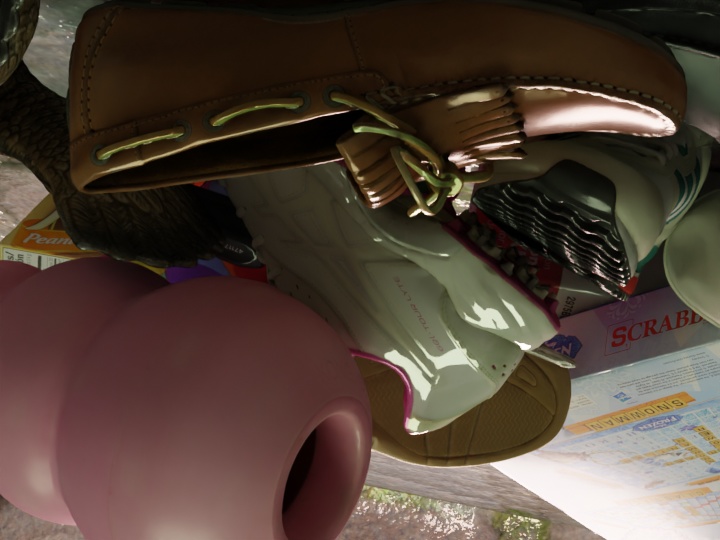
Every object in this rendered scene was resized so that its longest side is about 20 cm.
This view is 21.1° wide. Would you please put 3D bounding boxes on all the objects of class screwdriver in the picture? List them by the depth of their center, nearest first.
[{"bbox_3d":[0.000,0.000,0.827,0.200,0.029,0.028,17,-172,5],"label":"screwdriver"}]

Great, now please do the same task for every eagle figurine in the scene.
[{"bbox_3d":[-0.148,-0.069,0.782,0.200,0.151,0.152,-6,170,38],"label":"eagle figurine"}]

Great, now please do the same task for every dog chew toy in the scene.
[{"bbox_3d":[-0.097,0.051,0.757,0.200,0.125,0.125,17,172,28],"label":"dog chew toy"}]

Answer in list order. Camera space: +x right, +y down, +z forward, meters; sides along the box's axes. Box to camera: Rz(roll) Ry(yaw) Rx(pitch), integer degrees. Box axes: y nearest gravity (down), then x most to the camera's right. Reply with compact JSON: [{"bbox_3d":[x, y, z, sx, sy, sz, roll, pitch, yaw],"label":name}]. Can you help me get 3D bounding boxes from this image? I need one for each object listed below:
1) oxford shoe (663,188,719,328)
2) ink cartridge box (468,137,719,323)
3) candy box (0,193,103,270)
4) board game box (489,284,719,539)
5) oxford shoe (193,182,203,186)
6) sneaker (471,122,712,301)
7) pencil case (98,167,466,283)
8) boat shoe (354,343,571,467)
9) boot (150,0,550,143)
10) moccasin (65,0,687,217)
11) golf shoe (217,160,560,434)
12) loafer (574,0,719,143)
[{"bbox_3d":[0.183,0.003,0.756,0.058,0.075,0.200,8,-171,-33],"label":"oxford shoe"},{"bbox_3d":[0.147,0.015,0.969,0.200,0.083,0.146,12,153,2],"label":"ink cartridge box"},{"bbox_3d":[-0.102,-0.001,1.155,0.200,0.055,0.115,9,-154,10],"label":"candy box"},{"bbox_3d":[0.169,0.080,0.944,0.200,0.041,0.200,-19,138,42],"label":"board game box"},{"bbox_3d":[-0.102,-0.076,0.955,0.073,0.071,0.200,41,171,1],"label":"oxford shoe"},{"bbox_3d":[0.101,-0.046,0.771,0.070,0.093,0.200,29,180,12],"label":"sneaker"},{"bbox_3d":[-0.042,-0.020,0.896,0.088,0.088,0.200,20,139,-36],"label":"pencil case"},{"bbox_3d":[-0.006,0.044,0.869,0.200,0.074,0.069,7,-170,-16],"label":"boat shoe"},{"bbox_3d":[-0.017,-0.097,0.722,0.175,0.066,0.200,9,169,14],"label":"boot"},{"bbox_3d":[0.004,-0.050,0.628,0.201,0.078,0.074,0,166,-2],"label":"moccasin"},{"bbox_3d":[-0.018,-0.013,0.779,0.200,0.092,0.075,38,-168,1],"label":"golf shoe"},{"bbox_3d":[0.162,-0.059,0.696,0.201,0.070,0.068,12,162,-2],"label":"loafer"}]
